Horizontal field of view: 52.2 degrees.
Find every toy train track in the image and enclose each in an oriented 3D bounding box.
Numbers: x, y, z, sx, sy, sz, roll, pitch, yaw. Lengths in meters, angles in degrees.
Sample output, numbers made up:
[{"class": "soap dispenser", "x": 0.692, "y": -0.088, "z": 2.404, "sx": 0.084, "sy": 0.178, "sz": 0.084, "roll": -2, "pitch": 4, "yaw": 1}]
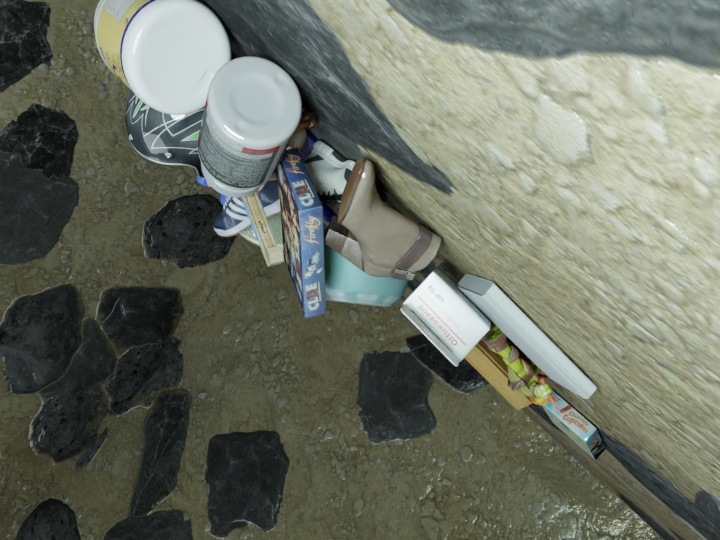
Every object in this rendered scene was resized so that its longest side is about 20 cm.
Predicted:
[{"class": "toy train track", "x": -0.151, "y": -0.105, "z": 1.046, "sx": 0.032, "sy": 0.113, "sz": 0.203, "roll": -39, "pitch": 69, "yaw": 50}]

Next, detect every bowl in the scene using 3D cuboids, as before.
[{"class": "bowl", "x": 0.000, "y": 0.000, "z": 1.172, "sx": 0.196, "sy": 0.107, "sz": 0.201, "roll": 5, "pitch": 177, "yaw": 0}]

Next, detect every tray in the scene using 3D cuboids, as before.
[{"class": "tray", "x": 0.225, "y": 0.139, "z": 1.266, "sx": 0.200, "sy": 0.037, "sz": 0.099, "roll": 45, "pitch": -146, "yaw": -21}]

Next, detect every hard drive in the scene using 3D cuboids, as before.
[{"class": "hard drive", "x": 0.224, "y": 0.087, "z": 1.007, "sx": 0.200, "sy": 0.026, "sz": 0.132, "roll": 44, "pitch": 178, "yaw": -9}]

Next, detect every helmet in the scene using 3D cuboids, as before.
[{"class": "helmet", "x": -0.272, "y": -0.257, "z": 1.171, "sx": 0.200, "sy": 0.201, "sz": 0.190, "roll": 42, "pitch": -173, "yaw": 23}]

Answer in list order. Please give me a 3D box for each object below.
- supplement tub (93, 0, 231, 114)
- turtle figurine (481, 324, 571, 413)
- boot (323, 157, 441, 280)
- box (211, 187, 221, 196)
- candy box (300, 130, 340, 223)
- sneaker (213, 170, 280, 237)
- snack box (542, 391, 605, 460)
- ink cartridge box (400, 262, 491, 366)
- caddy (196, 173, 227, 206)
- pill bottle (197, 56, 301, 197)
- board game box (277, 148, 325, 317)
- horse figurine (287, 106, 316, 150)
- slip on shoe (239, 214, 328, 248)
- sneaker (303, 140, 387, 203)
[{"class": "supplement tub", "x": -0.273, "y": -0.308, "z": 0.989, "sx": 0.200, "sy": 0.146, "sz": 0.145, "roll": 41, "pitch": 177, "yaw": 47}, {"class": "turtle figurine", "x": 0.262, "y": 0.163, "z": 1.204, "sx": 0.162, "sy": 0.064, "sz": 0.200, "roll": 51, "pitch": -170, "yaw": -3}, {"class": "boot", "x": 0.037, "y": -0.058, "z": 0.960, "sx": 0.144, "sy": 0.071, "sz": 0.201, "roll": 19, "pitch": 150, "yaw": -7}, {"class": "box", "x": -0.181, "y": -0.178, "z": 1.432, "sx": 0.161, "sy": 0.199, "sz": 0.049, "roll": 44, "pitch": 137, "yaw": 10}, {"class": "candy box", "x": -0.077, "y": -0.157, "z": 1.232, "sx": 0.200, "sy": 0.077, "sz": 0.169, "roll": 45, "pitch": 176, "yaw": -14}, {"class": "sneaker", "x": -0.202, "y": -0.130, "z": 1.225, "sx": 0.198, "sy": 0.071, "sz": 0.109, "roll": -19, "pitch": 125, "yaw": 40}, {"class": "snack box", "x": 0.426, "y": 0.310, "z": 1.467, "sx": 0.116, "sy": 0.037, "sz": 0.200, "roll": 42, "pitch": 177, "yaw": 32}, {"class": "ink cartridge box", "x": 0.130, "y": 0.059, "z": 1.072, "sx": 0.116, "sy": 0.067, "sz": 0.200, "roll": 45, "pitch": -168, "yaw": 4}, {"class": "caddy", "x": -0.206, "y": -0.205, "z": 1.333, "sx": 0.141, "sy": 0.200, "sz": 0.106, "roll": 40, "pitch": 136, "yaw": 11}, {"class": "pill bottle", "x": -0.149, "y": -0.173, "z": 0.939, "sx": 0.114, "sy": 0.114, "sz": 0.200, "roll": 43, "pitch": 157, "yaw": -3}, {"class": "board game box", "x": -0.085, "y": -0.051, "z": 1.056, "sx": 0.137, "sy": 0.034, "sz": 0.202, "roll": -115, "pitch": 19, "yaw": -44}, {"class": "horse figurine", "x": -0.120, "y": -0.208, "z": 1.044, "sx": 0.131, "sy": 0.051, "sz": 0.200, "roll": 26, "pitch": 160, "yaw": 3}, {"class": "slip on shoe", "x": -0.130, "y": -0.061, "z": 1.317, "sx": 0.196, "sy": 0.075, "sz": 0.061, "roll": 13, "pitch": 161, "yaw": 1}, {"class": "sneaker", "x": -0.032, "y": -0.121, "z": 1.066, "sx": 0.074, "sy": 0.080, "sz": 0.200, "roll": 47, "pitch": 175, "yaw": -36}]
